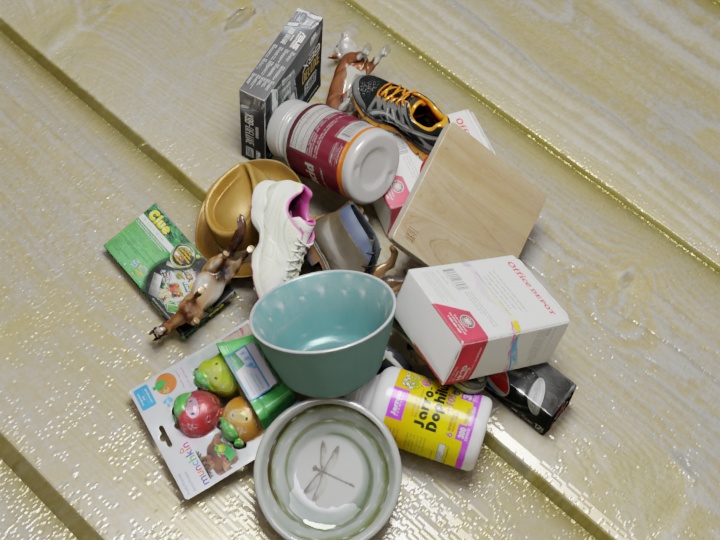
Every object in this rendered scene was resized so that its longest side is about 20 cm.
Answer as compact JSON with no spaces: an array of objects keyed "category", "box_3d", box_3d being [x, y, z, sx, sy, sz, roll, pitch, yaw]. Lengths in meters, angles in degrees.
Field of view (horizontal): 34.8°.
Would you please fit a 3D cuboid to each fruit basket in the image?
[{"category":"fruit basket","box_3d":[-0.193,0.183,1.569,0.198,0.094,0.186,-26,63,-16]}]

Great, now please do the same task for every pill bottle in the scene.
[{"category":"pill bottle","box_3d":[-0.046,-0.186,1.745,0.114,0.115,0.199,-39,46,-25]},{"category":"pill bottle","box_3d":[0.075,0.196,1.575,0.197,0.105,0.105,17,57,6]}]

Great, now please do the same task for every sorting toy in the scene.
[{"category":"sorting toy","box_3d":[0.149,-0.078,1.708,0.199,0.069,0.201,34,75,-22]}]

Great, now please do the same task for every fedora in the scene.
[{"category":"fedora","box_3d":[-0.177,-0.092,1.719,0.197,0.082,0.204,-9,61,16]}]

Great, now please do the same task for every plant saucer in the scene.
[{"category":"plant saucer","box_3d":[-0.043,0.271,1.529,0.196,0.050,0.204,0,80,-1]}]

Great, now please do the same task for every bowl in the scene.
[{"category":"bowl","box_3d":[-0.044,0.095,1.538,0.197,0.107,0.202,-7,29,4]}]

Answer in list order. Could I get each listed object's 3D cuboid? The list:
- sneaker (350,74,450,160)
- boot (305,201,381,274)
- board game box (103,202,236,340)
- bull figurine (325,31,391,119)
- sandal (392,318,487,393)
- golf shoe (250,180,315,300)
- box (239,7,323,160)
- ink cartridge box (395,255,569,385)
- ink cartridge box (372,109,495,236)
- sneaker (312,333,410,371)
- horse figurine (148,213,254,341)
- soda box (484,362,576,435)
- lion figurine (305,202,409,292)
[{"category":"sneaker","box_3d":[0.069,-0.251,1.777,0.199,0.078,0.078,36,62,18]},{"category":"boot","box_3d":[0.000,0.000,1.654,0.097,0.075,0.201,-38,87,19]},{"category":"board game box","box_3d":[-0.284,0.000,1.708,0.104,0.024,0.200,-40,69,-10]},{"category":"bull figurine","box_3d":[-0.013,-0.318,1.901,0.064,0.121,0.203,24,61,-26]},{"category":"sandal","box_3d":[0.096,0.111,1.606,0.079,0.058,0.201,-11,45,-35]},{"category":"golf shoe","box_3d":[-0.106,-0.030,1.628,0.090,0.075,0.204,-5,87,32]},{"category":"box","box_3d":[-0.126,-0.294,1.839,0.049,0.159,0.201,23,58,11]},{"category":"ink cartridge box","box_3d":[0.164,0.064,1.575,0.197,0.086,0.148,-6,44,-35]},{"category":"ink cartridge box","box_3d":[0.109,-0.157,1.815,0.197,0.085,0.147,-17,60,-13]},{"category":"sneaker","box_3d":[-0.026,0.126,1.647,0.197,0.072,0.084,22,81,10]},{"category":"horse figurine","box_3d":[-0.214,0.018,1.626,0.050,0.132,0.201,37,68,-10]},{"category":"soda box","box_3d":[0.208,0.140,1.646,0.199,0.064,0.071,37,62,18]},{"category":"lion figurine","box_3d":[-0.014,-0.016,1.723,0.122,0.073,0.201,-39,73,-3]}]
